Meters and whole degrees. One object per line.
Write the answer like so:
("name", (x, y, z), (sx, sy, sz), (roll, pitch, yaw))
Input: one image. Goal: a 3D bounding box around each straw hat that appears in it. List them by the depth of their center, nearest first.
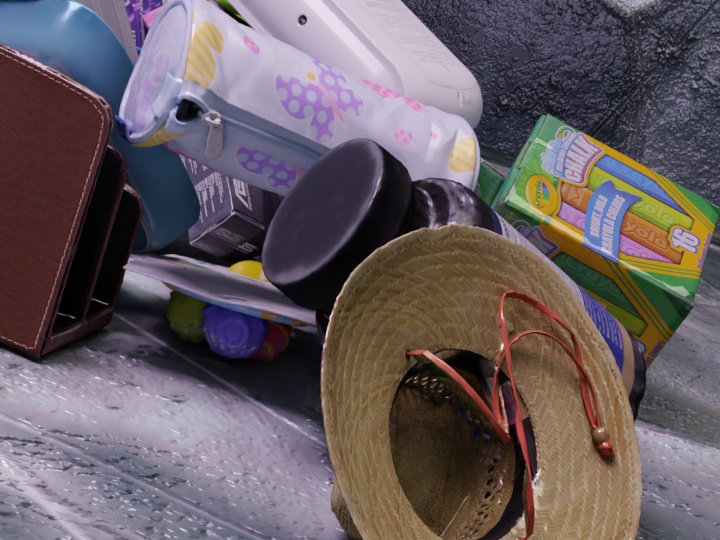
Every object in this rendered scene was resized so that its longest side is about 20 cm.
("straw hat", (0.034, 0.084, 0.623), (0.199, 0.204, 0.085), (10, -27, -41))

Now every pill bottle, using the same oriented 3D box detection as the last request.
("pill bottle", (0.048, 0.024, 0.724), (0.199, 0.112, 0.112), (37, 1, -29))

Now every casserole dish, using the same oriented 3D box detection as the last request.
("casserole dish", (-0.170, -0.076, 0.815), (0.120, 0.039, 0.201), (7, -40, 28))

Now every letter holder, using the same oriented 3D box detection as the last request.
("letter holder", (-0.220, -0.063, 0.752), (0.198, 0.144, 0.101), (21, 11, 8))

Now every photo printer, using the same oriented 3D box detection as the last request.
("photo printer", (0.001, -0.167, 1.048), (0.200, 0.070, 0.166), (47, 22, 14))

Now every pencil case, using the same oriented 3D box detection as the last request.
("pencil case", (-0.030, -0.076, 0.759), (0.198, 0.084, 0.091), (20, 7, -31))

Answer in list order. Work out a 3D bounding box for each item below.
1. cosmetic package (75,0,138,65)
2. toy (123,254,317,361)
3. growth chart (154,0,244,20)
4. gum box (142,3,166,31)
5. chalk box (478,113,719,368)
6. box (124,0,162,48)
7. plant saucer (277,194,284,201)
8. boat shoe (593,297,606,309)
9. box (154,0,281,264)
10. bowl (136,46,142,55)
("cosmetic package", (-0.233, -0.131, 0.908), (0.089, 0.108, 0.200), (9, 37, 26))
("toy", (-0.074, 0.025, 0.836), (0.114, 0.048, 0.200), (15, 6, -1))
("growth chart", (-0.109, -0.123, 1.122), (0.143, 0.203, 0.018), (5, 7, -23))
("gum box", (-0.112, -0.133, 1.202), (0.065, 0.202, 0.114), (-26, 21, -5))
("chalk box", (0.145, -0.018, 1.045), (0.198, 0.126, 0.124), (28, 43, 4))
("box", (-0.266, -0.188, 1.192), (0.103, 0.150, 0.199), (-8, -5, 34))
("plant saucer", (0.014, -0.036, 0.916), (0.199, 0.035, 0.201), (32, 17, -10))
("boat shoe", (0.081, 0.046, 0.965), (0.073, 0.066, 0.199), (-5, 6, -40))
("box", (-0.069, -0.086, 1.016), (0.160, 0.049, 0.202), (26, 42, -46))
("bowl", (-0.217, -0.109, 1.008), (0.197, 0.040, 0.202), (3, 38, -2))
